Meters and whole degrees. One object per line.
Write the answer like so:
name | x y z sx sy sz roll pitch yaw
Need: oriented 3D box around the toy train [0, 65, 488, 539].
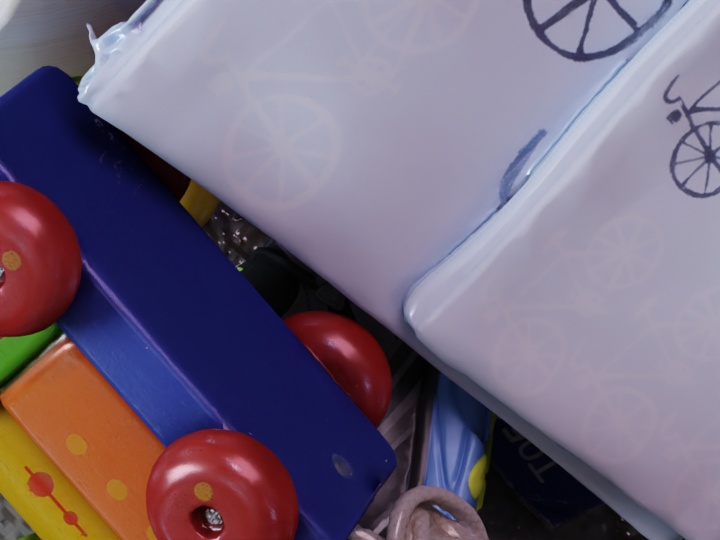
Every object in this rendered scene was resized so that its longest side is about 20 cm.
toy train | -0.045 0.063 0.689 0.200 0.116 0.085 49 28 -4

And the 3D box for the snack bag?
snack bag | 0.068 -0.051 0.668 0.200 0.189 0.021 38 14 -23

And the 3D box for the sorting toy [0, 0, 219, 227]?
sorting toy | -0.041 -0.102 0.726 0.107 0.180 0.200 35 72 -1

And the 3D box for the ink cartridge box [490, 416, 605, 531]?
ink cartridge box | 0.075 -0.051 0.842 0.199 0.041 0.200 -27 70 -30

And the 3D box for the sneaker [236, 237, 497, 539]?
sneaker | 0.000 0.000 0.753 0.082 0.071 0.201 11 70 2
